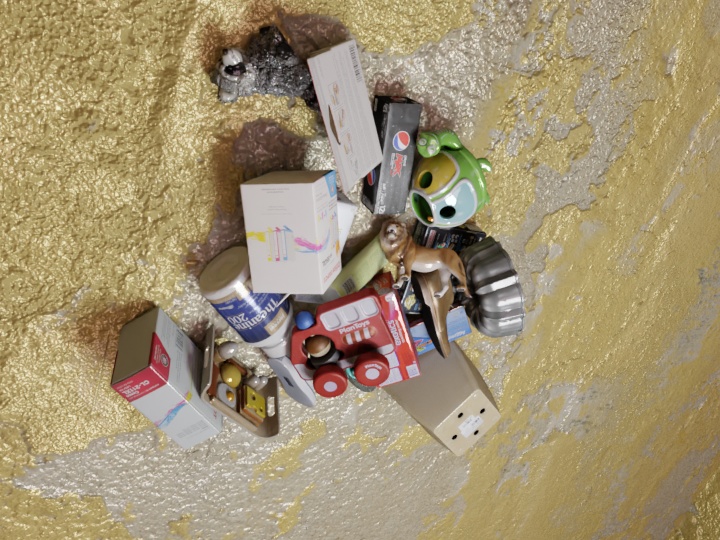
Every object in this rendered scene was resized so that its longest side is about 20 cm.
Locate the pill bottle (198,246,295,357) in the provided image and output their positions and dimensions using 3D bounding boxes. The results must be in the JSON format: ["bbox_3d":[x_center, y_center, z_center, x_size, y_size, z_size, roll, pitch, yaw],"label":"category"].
[{"bbox_3d":[-0.189,0.064,1.060,0.110,0.111,0.201,-36,127,-4],"label":"pill bottle"}]

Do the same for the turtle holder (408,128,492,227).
[{"bbox_3d":[0.159,-0.161,1.081,0.131,0.141,0.186,-37,161,-19],"label":"turtle holder"}]

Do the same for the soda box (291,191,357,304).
[{"bbox_3d":[-0.075,-0.044,1.086,0.063,0.068,0.204,9,112,-30],"label":"soda box"}]

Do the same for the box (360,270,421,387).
[{"bbox_3d":[0.047,0.119,1.188,0.098,0.096,0.203,-17,114,7],"label":"box"}]

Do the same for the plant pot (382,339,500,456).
[{"bbox_3d":[0.200,0.291,1.348,0.199,0.177,0.200,-42,127,0],"label":"plant pot"}]

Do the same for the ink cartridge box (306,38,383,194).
[{"bbox_3d":[-0.033,-0.241,0.926,0.176,0.044,0.204,-50,130,-54],"label":"ink cartridge box"}]

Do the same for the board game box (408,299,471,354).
[{"bbox_3d":[0.141,0.139,1.292,0.196,0.020,0.104,-23,134,3],"label":"board game box"}]

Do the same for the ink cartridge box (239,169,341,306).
[{"bbox_3d":[-0.107,-0.053,0.975,0.122,0.129,0.205,0,108,14],"label":"ink cartridge box"}]

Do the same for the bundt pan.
[{"bbox_3d":[0.245,0.041,1.168,0.074,0.203,0.205,-17,124,-7],"label":"bundt pan"}]

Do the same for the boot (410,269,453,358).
[{"bbox_3d":[0.165,0.086,1.211,0.074,0.074,0.204,-22,113,-14],"label":"boot"}]

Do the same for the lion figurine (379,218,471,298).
[{"bbox_3d":[0.125,-0.021,1.132,0.196,0.125,0.073,16,148,-10],"label":"lion figurine"}]

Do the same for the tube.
[{"bbox_3d":[0.000,0.000,1.125,0.200,0.052,0.058,-44,178,-41],"label":"tube"}]

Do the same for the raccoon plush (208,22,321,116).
[{"bbox_3d":[-0.138,-0.274,0.918,0.133,0.097,0.200,-37,128,6],"label":"raccoon plush"}]

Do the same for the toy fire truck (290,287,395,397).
[{"bbox_3d":[-0.038,0.122,1.063,0.196,0.113,0.170,-18,123,11],"label":"toy fire truck"}]

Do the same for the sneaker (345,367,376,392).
[{"bbox_3d":[-0.010,0.199,1.237,0.076,0.092,0.202,-24,126,3],"label":"sneaker"}]

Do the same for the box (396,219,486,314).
[{"bbox_3d":[0.163,-0.004,1.246,0.156,0.046,0.204,5,114,-30],"label":"box"}]

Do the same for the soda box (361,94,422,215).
[{"bbox_3d":[0.054,-0.206,1.067,0.069,0.063,0.204,-5,119,-25],"label":"soda box"}]

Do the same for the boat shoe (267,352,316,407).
[{"bbox_3d":[-0.124,0.209,1.201,0.066,0.072,0.202,-59,153,-30],"label":"boat shoe"}]

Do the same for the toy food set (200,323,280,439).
[{"bbox_3d":[-0.217,0.206,1.098,0.060,0.145,0.200,-31,128,15],"label":"toy food set"}]

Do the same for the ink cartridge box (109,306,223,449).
[{"bbox_3d":[-0.327,0.190,1.028,0.082,0.147,0.202,-26,127,6],"label":"ink cartridge box"}]
